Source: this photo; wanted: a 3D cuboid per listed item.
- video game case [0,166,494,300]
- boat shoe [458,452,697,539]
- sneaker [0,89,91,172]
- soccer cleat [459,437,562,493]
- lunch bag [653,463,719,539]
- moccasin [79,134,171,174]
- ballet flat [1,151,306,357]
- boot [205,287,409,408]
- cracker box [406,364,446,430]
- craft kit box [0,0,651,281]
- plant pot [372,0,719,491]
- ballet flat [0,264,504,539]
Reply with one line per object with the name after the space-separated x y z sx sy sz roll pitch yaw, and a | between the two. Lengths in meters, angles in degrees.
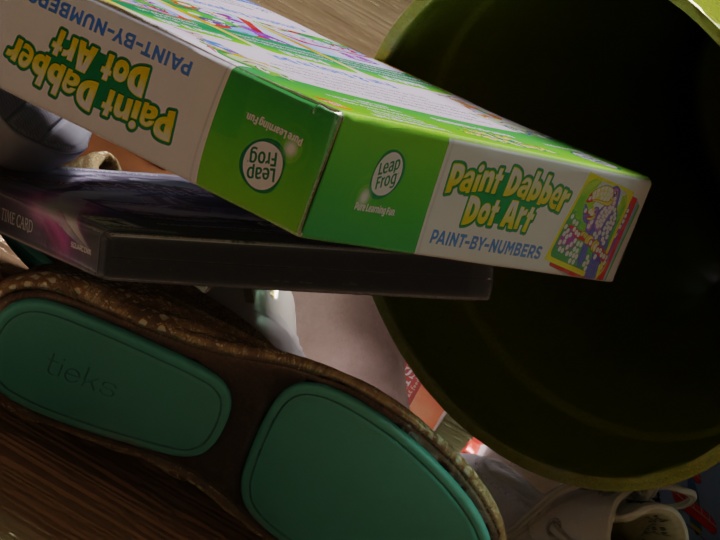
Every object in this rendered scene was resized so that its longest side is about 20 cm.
-0.062 -0.016 1.000 0.142 0.019 0.200 3 8 -27 | video game case
0.099 0.107 1.074 0.074 0.086 0.202 20 15 -38 | boat shoe
-0.142 -0.068 1.070 0.200 0.071 0.073 -51 120 -81 | sneaker
0.103 0.077 1.270 0.077 0.069 0.200 35 10 13 | soccer cleat
0.184 0.102 1.155 0.094 0.151 0.200 -15 36 -12 | lunch bag
-0.104 -0.072 1.360 0.201 0.078 0.074 24 13 -25 | moccasin
-0.067 0.011 1.107 0.200 0.065 0.071 40 -11 34 | ballet flat
0.000 0.000 1.137 0.070 0.146 0.200 19 16 -45 | boot
0.053 -0.006 1.325 0.058 0.134 0.200 31 12 3 | cracker box
-0.032 -0.057 0.950 0.197 0.049 0.200 23 9 33 | craft kit box
0.133 -0.040 1.080 0.200 0.201 0.193 35 34 26 | plant pot
-0.039 0.049 0.989 0.200 0.071 0.065 29 17 -7 | ballet flat
